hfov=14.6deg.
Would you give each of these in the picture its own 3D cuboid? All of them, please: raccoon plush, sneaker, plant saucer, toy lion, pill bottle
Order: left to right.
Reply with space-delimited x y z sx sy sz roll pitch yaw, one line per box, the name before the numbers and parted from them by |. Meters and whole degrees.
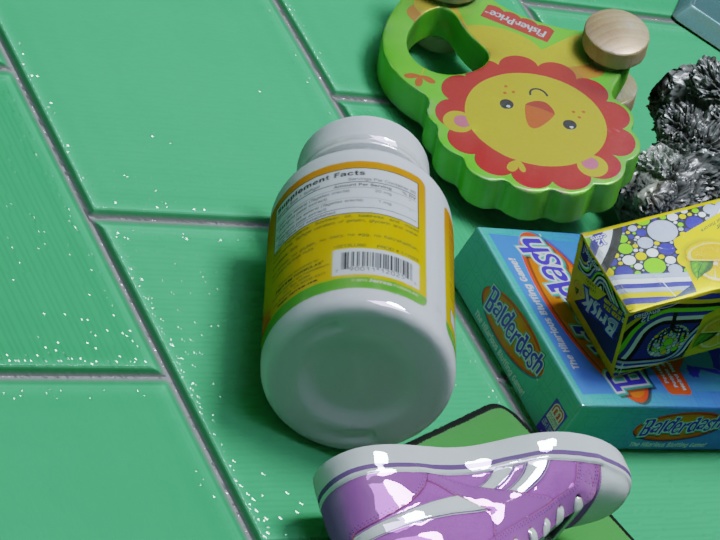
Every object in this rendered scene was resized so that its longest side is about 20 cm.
pill bottle | 0.000 0.000 1.642 0.111 0.111 0.201 23 35 -16
sneaker | 0.076 0.155 1.550 0.199 0.073 0.115 -4 52 -29
toy lion | 0.099 -0.116 1.900 0.199 0.069 0.192 23 46 12
plant saucer | 0.302 -0.232 2.278 0.070 0.019 0.200 33 34 -2
raccoon plush | 0.260 -0.078 1.905 0.097 0.199 0.134 53 34 -30

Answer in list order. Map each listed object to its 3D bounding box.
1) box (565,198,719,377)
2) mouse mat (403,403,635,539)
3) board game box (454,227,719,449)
box | 0.233 -0.001 1.742 0.199 0.064 0.070 -15 53 -20
mouse mat | 0.104 0.165 1.622 0.200 0.008 0.161 48 36 17
board game box | 0.170 0.045 1.794 0.199 0.045 0.152 2 46 -39
